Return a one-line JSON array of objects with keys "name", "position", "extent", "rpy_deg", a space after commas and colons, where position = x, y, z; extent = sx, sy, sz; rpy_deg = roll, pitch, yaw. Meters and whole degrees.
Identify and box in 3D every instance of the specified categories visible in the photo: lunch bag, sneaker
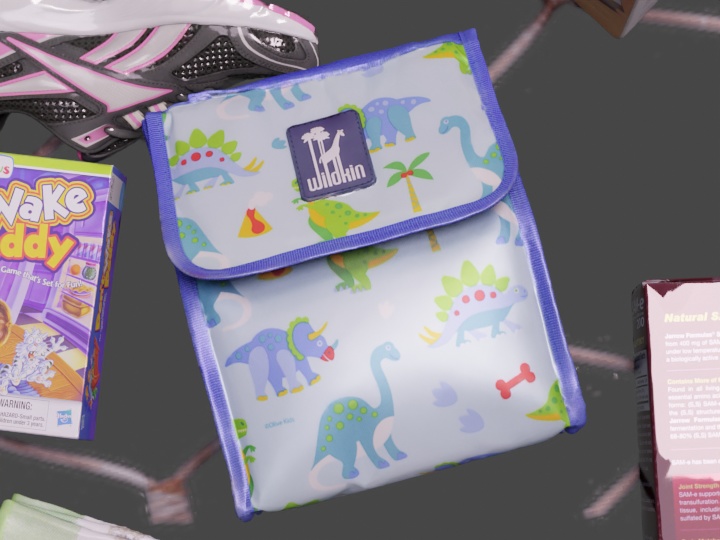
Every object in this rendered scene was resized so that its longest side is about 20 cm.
[{"name": "lunch bag", "position": [0.000, 0.000, 0.904], "extent": [0.169, 0.127, 0.202], "rpy_deg": [-14, 84, -2]}, {"name": "sneaker", "position": [-0.115, -0.096, 0.954], "extent": [0.198, 0.080, 0.087], "rpy_deg": [3, 97, 10]}]

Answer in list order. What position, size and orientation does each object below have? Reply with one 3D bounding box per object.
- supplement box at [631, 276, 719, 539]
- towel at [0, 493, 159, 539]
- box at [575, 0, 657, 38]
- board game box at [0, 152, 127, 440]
[{"name": "supplement box", "position": [0.189, 0.104, 0.920], "extent": [0.108, 0.061, 0.202], "rpy_deg": [-2, 85, 1]}, {"name": "towel", "position": [-0.101, 0.204, 0.925], "extent": [0.199, 0.031, 0.150], "rpy_deg": [17, 75, 4]}, {"name": "box", "position": [0.108, -0.214, 0.886], "extent": [0.152, 0.200, 0.106], "rpy_deg": [43, 87, 6]}, {"name": "board game box", "position": [-0.225, 0.006, 0.953], "extent": [0.198, 0.045, 0.136], "rpy_deg": [6, 84, 3]}]
